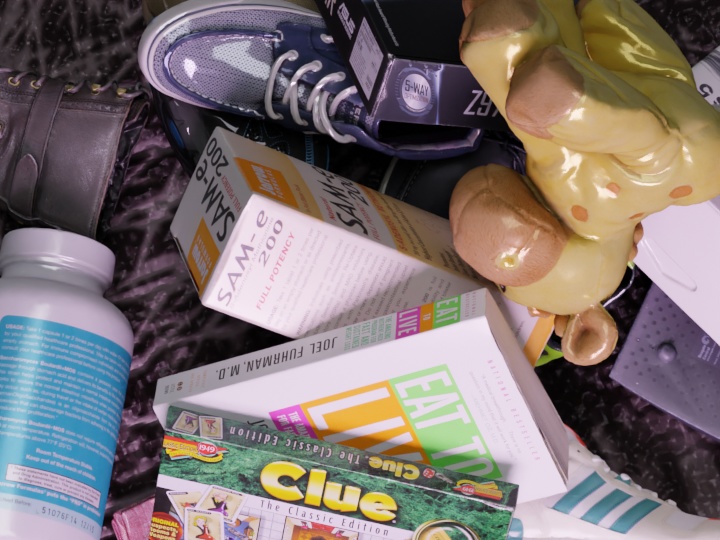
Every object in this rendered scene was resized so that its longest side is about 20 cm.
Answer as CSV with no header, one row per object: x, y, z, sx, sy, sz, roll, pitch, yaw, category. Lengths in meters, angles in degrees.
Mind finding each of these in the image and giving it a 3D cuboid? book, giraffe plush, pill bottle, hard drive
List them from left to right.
-0.195,0.080,1.626,0.110,0.111,0.201,8,72,5,pill bottle
0.002,0.088,1.554,0.199,0.134,0.048,-16,37,17,book
0.114,-0.050,1.506,0.199,0.173,0.162,28,117,-14,giraffe plush
0.262,0.057,1.653,0.199,0.042,0.135,24,74,9,hard drive

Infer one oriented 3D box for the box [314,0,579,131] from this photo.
0.057,-0.156,1.636,0.160,0.044,0.200,4,37,-22,box

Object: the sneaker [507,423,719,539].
0.141,0.134,1.611,0.199,0.070,0.094,2,72,-2,sneaker

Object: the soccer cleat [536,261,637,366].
0.152,-0.026,1.660,0.067,0.081,0.200,37,76,-19,soccer cleat

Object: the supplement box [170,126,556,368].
0.000,0.000,1.592,0.199,0.126,0.074,21,104,-20,supplement box

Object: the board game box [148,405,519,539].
-0.018,0.139,1.550,0.199,0.105,0.024,12,41,2,board game box

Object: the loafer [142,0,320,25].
-0.044,-0.149,1.714,0.199,0.067,0.076,16,72,8,loafer

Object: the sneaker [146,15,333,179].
-0.066,-0.073,1.690,0.082,0.073,0.201,-29,90,-9,sneaker

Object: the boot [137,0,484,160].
-0.026,-0.111,1.617,0.199,0.073,0.090,2,26,-19,boot

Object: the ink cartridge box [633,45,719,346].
0.248,-0.063,1.626,0.145,0.084,0.200,44,55,11,ink cartridge box

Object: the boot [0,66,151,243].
-0.212,-0.112,1.708,0.173,0.069,0.201,6,82,13,boot

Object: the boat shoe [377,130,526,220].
0.088,-0.081,1.689,0.200,0.062,0.075,-40,102,-12,boat shoe

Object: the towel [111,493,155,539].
-0.032,0.166,1.638,0.199,0.023,0.144,-26,73,-7,towel
